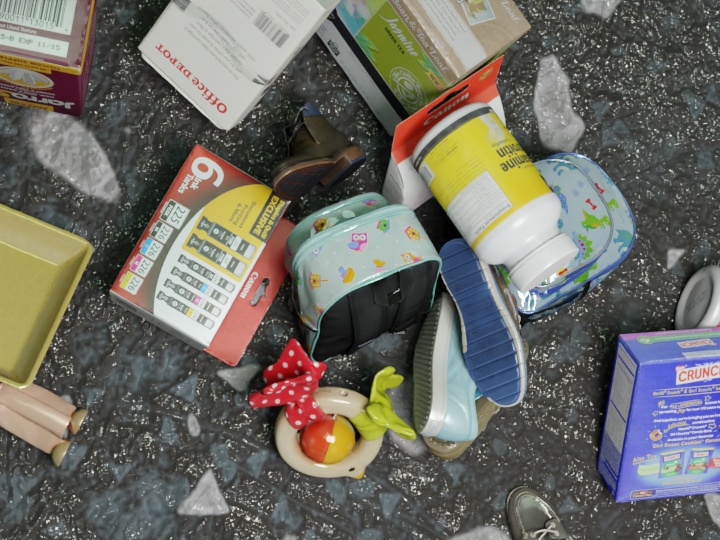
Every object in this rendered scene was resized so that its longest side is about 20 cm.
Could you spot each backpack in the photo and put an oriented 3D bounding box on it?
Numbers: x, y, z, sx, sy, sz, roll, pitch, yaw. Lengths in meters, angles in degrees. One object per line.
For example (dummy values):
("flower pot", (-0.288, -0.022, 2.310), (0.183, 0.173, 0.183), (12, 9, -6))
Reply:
("backpack", (0.231, -0.049, 1.432), (0.199, 0.147, 0.184), (-27, 79, -18))
("backpack", (0.000, 0.000, 1.354), (0.175, 0.200, 0.154), (-20, 77, -13))

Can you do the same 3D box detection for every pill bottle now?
("pill bottle", (0.516, 0.074, 1.505), (0.199, 0.109, 0.110), (20, 79, -9))
("pill bottle", (0.153, -0.079, 1.304), (0.112, 0.112, 0.201), (-31, 77, -14))

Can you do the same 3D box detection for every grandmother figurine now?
("grandmother figurine", (-0.410, 0.137, 1.320), (0.199, 0.061, 0.122), (29, 69, -10))

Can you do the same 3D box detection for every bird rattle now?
("bird rattle", (-0.037, 0.179, 1.356), (0.198, 0.113, 0.164), (7, 123, -19))

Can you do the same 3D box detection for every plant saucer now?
("plant saucer", (-0.429, 0.021, 1.311), (0.199, 0.048, 0.201), (23, 57, -8))

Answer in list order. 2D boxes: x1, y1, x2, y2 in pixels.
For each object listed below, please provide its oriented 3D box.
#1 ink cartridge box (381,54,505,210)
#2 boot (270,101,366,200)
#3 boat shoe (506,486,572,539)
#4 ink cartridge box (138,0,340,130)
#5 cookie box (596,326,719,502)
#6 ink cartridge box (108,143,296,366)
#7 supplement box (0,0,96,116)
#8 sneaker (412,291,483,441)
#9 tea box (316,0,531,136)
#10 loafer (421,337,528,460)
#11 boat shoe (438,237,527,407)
("ink cartridge box", (0.106, -0.154, 1.398), (0.162, 0.200, 0.057), (-35, 82, -14))
("boot", (-0.073, -0.144, 1.383), (0.075, 0.200, 0.097), (-41, 82, 24))
("boat shoe", (0.242, 0.359, 1.433), (0.066, 0.057, 0.201), (-22, 88, -14))
("ink cartridge box", (-0.141, -0.289, 1.368), (0.147, 0.083, 0.200), (43, 118, -4))
("cookie box", (0.391, 0.175, 1.435), (0.170, 0.075, 0.201), (-3, 117, -13))
("ink cartridge box", (-0.171, -0.014, 1.378), (0.175, 0.084, 0.201), (30, 77, -8))
("supplement box", (-0.367, -0.255, 1.306), (0.130, 0.200, 0.104), (9, 81, -11))
("sneaker", (0.110, 0.119, 1.385), (0.081, 0.074, 0.201), (20, 51, -15))
("tea box", (0.061, -0.302, 1.400), (0.133, 0.197, 0.201), (-37, 91, -27))
("loafer", (0.136, 0.152, 1.434), (0.076, 0.068, 0.200), (33, 60, 19))
("boat shoe", (0.155, 0.056, 1.352), (0.072, 0.072, 0.202), (-19, 84, 30))
